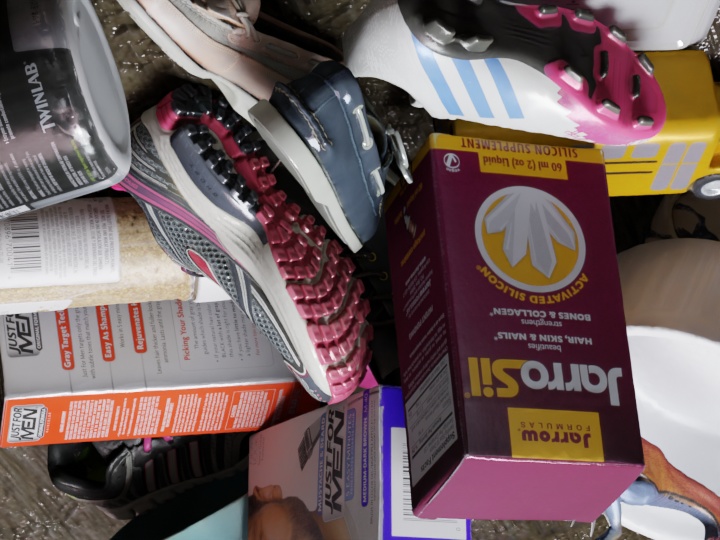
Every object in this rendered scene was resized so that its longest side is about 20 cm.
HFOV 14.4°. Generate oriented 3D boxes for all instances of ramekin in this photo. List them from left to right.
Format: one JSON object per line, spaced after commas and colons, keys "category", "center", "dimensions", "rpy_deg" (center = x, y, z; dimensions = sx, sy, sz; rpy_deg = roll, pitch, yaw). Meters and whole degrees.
{"category": "ramekin", "center": [0.210, 0.074, 1.759], "dimensions": [0.199, 0.098, 0.201], "rpy_deg": [16, 139, 14]}

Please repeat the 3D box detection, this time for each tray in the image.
{"category": "tray", "center": [0.118, -0.154, 1.607], "dimensions": [0.199, 0.022, 0.108], "rpy_deg": [-2, 145, -15]}

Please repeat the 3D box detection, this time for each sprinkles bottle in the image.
{"category": "sprinkles bottle", "center": [-0.172, -0.010, 1.685], "dimensions": [0.199, 0.069, 0.068], "rpy_deg": [-4, 146, -12]}

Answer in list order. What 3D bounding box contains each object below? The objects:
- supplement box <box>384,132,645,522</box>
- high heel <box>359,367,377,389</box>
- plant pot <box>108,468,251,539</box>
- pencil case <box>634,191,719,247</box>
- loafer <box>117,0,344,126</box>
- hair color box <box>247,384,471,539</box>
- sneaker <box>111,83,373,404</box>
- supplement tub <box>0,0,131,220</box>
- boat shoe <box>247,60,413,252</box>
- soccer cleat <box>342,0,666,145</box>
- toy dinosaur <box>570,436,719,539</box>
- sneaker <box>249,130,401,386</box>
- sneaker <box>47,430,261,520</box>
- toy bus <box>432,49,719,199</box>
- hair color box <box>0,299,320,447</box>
{"category": "supplement box", "center": [0.084, 0.033, 1.590], "dimensions": [0.110, 0.201, 0.086], "rpy_deg": [4, 152, -18]}
{"category": "high heel", "center": [0.046, 0.018, 1.803], "dimensions": [0.095, 0.068, 0.200], "rpy_deg": [-7, 161, -27]}
{"category": "plant pot", "center": [-0.048, 0.206, 1.881], "dimensions": [0.200, 0.162, 0.201], "rpy_deg": [-29, -174, 3]}
{"category": "pencil case", "center": [0.206, 0.023, 1.847], "dimensions": [0.089, 0.078, 0.200], "rpy_deg": [27, 141, 2]}
{"category": "loafer", "center": [-0.073, -0.137, 1.539], "dimensions": [0.063, 0.072, 0.200], "rpy_deg": [-38, 149, 8]}
{"category": "hair color box", "center": [-0.004, 0.138, 1.687], "dimensions": [0.064, 0.110, 0.200], "rpy_deg": [5, 166, -22]}
{"category": "sneaker", "center": [-0.065, -0.009, 1.635], "dimensions": [0.075, 0.201, 0.081], "rpy_deg": [-35, 178, 29]}
{"category": "supplement tub", "center": [-0.231, -0.078, 1.511], "dimensions": [0.199, 0.123, 0.123], "rpy_deg": [-16, 147, 6]}
{"category": "boat shoe", "center": [-0.011, -0.067, 1.567], "dimensions": [0.062, 0.075, 0.200], "rpy_deg": [-38, 159, 0]}
{"category": "soccer cleat", "center": [0.079, -0.112, 1.585], "dimensions": [0.199, 0.070, 0.086], "rpy_deg": [20, 146, -32]}
{"category": "toy dinosaur", "center": [0.153, 0.122, 1.705], "dimensions": [0.180, 0.105, 0.201], "rpy_deg": [10, 131, -8]}
{"category": "sneaker", "center": [0.000, 0.000, 1.688], "dimensions": [0.199, 0.107, 0.075], "rpy_deg": [33, 131, -23]}
{"category": "sneaker", "center": [-0.132, 0.104, 1.863], "dimensions": [0.199, 0.074, 0.087], "rpy_deg": [-32, 149, 35]}
{"category": "toy bus", "center": [0.144, -0.086, 1.669], "dimensions": [0.199, 0.065, 0.078], "rpy_deg": [-3, 151, -9]}
{"category": "hair color box", "center": [-0.128, 0.046, 1.753], "dimensions": [0.199, 0.102, 0.061], "rpy_deg": [-2, 147, -14]}
